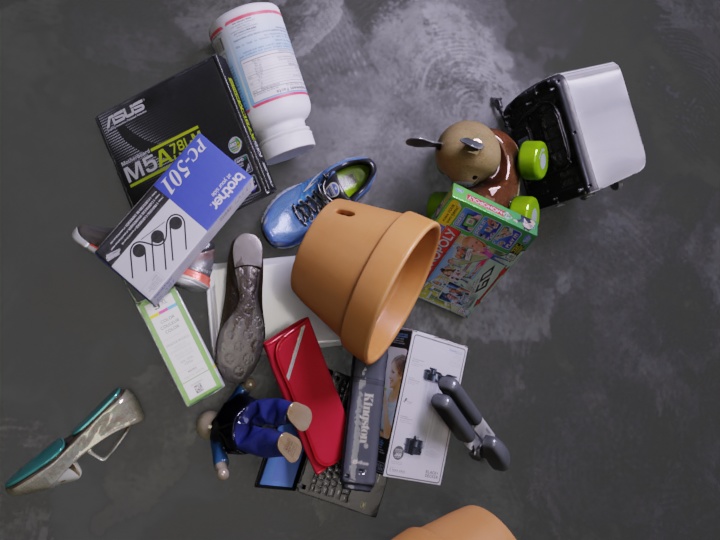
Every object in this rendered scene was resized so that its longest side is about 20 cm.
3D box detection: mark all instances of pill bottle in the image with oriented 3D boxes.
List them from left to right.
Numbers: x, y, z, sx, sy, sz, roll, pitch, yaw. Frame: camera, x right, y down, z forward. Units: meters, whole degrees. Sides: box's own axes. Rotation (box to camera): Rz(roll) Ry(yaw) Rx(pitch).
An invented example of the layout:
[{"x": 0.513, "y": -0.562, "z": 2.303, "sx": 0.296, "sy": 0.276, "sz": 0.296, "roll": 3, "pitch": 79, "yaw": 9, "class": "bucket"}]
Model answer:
[{"x": -0.133, "y": -0.259, "z": 1.135, "sx": 0.106, "sy": 0.109, "sz": 0.205, "roll": -19, "pitch": 91, "yaw": -14, "class": "pill bottle"}]

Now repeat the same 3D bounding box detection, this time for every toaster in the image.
[{"x": 0.309, "y": -0.202, "z": 1.207, "sx": 0.116, "sy": 0.180, "sz": 0.205, "roll": -17, "pitch": 89, "yaw": -19, "class": "toaster"}]

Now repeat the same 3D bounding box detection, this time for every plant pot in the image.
[{"x": 0.000, "y": 0.000, "z": 1.064, "sx": 0.138, "sy": 0.200, "sz": 0.203, "roll": 27, "pitch": 79, "yaw": 15, "class": "plant pot"}, {"x": 0.141, "y": 0.425, "z": 1.121, "sx": 0.138, "sy": 0.199, "sz": 0.204, "roll": -29, "pitch": 93, "yaw": -30, "class": "plant pot"}]

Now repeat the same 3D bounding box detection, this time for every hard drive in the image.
[{"x": -0.120, "y": 0.050, "z": 1.158, "sx": 0.194, "sy": 0.027, "sz": 0.136, "roll": -5, "pitch": 87, "yaw": -14, "class": "hard drive"}]

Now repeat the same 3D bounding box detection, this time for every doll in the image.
[{"x": -0.154, "y": 0.209, "z": 1.058, "sx": 0.048, "sy": 0.197, "sz": 0.139, "roll": 37, "pitch": 61, "yaw": -38, "class": "doll"}]

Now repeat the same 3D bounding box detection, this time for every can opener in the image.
[{"x": 0.162, "y": 0.220, "z": 1.158, "sx": 0.201, "sy": 0.065, "sz": 0.053, "roll": 51, "pitch": 54, "yaw": -40, "class": "can opener"}]

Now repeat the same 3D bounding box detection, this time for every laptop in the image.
[{"x": -0.032, "y": 0.236, "z": 1.126, "sx": 0.196, "sy": 0.103, "sz": 0.181, "roll": 20, "pitch": 82, "yaw": -9, "class": "laptop"}]

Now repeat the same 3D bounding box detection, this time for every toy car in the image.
[{"x": 0.149, "y": -0.140, "z": 1.122, "sx": 0.161, "sy": 0.199, "sz": 0.162, "roll": 7, "pitch": 82, "yaw": 31, "class": "toy car"}]

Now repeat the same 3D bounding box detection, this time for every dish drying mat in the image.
[{"x": -0.064, "y": 0.169, "z": 1.079, "sx": 0.076, "sy": 0.018, "sz": 0.204, "roll": -31, "pitch": 111, "yaw": -31, "class": "dish drying mat"}]

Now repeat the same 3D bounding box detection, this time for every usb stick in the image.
[{"x": 0.005, "y": 0.197, "z": 1.111, "sx": 0.054, "sy": 0.032, "sz": 0.206, "roll": 14, "pitch": 74, "yaw": -25, "class": "usb stick"}]

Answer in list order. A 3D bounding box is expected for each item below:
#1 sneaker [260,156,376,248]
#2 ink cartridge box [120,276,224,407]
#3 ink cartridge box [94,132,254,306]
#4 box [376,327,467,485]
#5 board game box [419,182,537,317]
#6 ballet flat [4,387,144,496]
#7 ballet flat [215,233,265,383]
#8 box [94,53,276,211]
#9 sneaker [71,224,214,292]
[{"x": -0.058, "y": -0.106, "z": 1.152, "sx": 0.198, "sy": 0.089, "sz": 0.079, "roll": -37, "pitch": 94, "yaw": -14, "class": "sneaker"}, {"x": -0.253, "y": 0.077, "z": 1.082, "sx": 0.058, "sy": 0.104, "sz": 0.204, "roll": -27, "pitch": 92, "yaw": -14, "class": "ink cartridge box"}, {"x": -0.231, "y": -0.065, "z": 1.020, "sx": 0.093, "sy": 0.044, "sz": 0.201, "roll": 37, "pitch": 77, "yaw": 4, "class": "ink cartridge box"}, {"x": 0.078, "y": 0.194, "z": 1.160, "sx": 0.115, "sy": 0.060, "sz": 0.206, "roll": 17, "pitch": 82, "yaw": -36, "class": "box"}, {"x": 0.143, "y": -0.022, "z": 1.150, "sx": 0.132, "sy": 0.201, "sz": 0.030, "roll": 22, "pitch": 46, "yaw": -10, "class": "board game box"}, {"x": -0.370, "y": 0.240, "z": 1.063, "sx": 0.199, "sy": 0.067, "sz": 0.063, "roll": -40, "pitch": 105, "yaw": -13, "class": "ballet flat"}, {"x": -0.164, "y": 0.051, "z": 1.106, "sx": 0.066, "sy": 0.046, "sz": 0.206, "roll": 5, "pitch": 80, "yaw": -19, "class": "ballet flat"}, {"x": -0.236, "y": -0.158, "z": 1.095, "sx": 0.196, "sy": 0.048, "sz": 0.197, "roll": -22, "pitch": 93, "yaw": 12, "class": "box"}, {"x": -0.281, "y": -0.035, "z": 1.070, "sx": 0.195, "sy": 0.077, "sz": 0.084, "roll": 18, "pitch": 81, "yaw": 1, "class": "sneaker"}]
